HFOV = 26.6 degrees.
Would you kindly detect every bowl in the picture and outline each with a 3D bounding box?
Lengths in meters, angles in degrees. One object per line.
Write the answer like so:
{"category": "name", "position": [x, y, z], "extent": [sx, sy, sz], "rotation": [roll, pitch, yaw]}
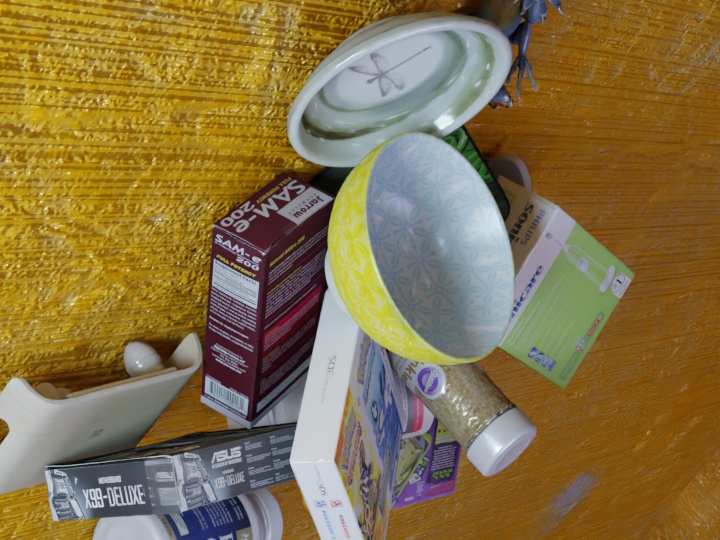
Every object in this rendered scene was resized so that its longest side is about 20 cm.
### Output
{"category": "bowl", "position": [0.033, -0.007, 1.316], "extent": [0.107, 0.202, 0.199], "rotation": [-20, 173, 39]}

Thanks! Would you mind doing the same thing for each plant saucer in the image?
{"category": "plant saucer", "position": [0.027, -0.161, 1.262], "extent": [0.198, 0.051, 0.201], "rotation": [-19, 158, -8]}

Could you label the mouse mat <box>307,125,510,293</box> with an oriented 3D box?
{"category": "mouse mat", "position": [0.034, -0.054, 1.410], "extent": [0.200, 0.008, 0.162], "rotation": [-40, 116, -11]}

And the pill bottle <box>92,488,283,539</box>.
{"category": "pill bottle", "position": [-0.174, 0.281, 1.596], "extent": [0.199, 0.111, 0.112], "rotation": [-7, 137, -52]}

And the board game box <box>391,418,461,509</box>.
{"category": "board game box", "position": [0.054, 0.203, 1.705], "extent": [0.199, 0.032, 0.122], "rotation": [0, 97, -56]}

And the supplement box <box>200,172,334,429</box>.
{"category": "supplement box", "position": [-0.083, 0.028, 1.342], "extent": [0.109, 0.060, 0.202], "rotation": [-40, 148, -45]}

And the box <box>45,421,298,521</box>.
{"category": "box", "position": [-0.150, 0.175, 1.334], "extent": [0.157, 0.050, 0.199], "rotation": [-11, 178, 37]}

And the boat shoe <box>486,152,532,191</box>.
{"category": "boat shoe", "position": [0.161, -0.040, 1.634], "extent": [0.086, 0.074, 0.204], "rotation": [-38, 135, -51]}

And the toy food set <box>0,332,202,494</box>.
{"category": "toy food set", "position": [-0.243, 0.118, 1.323], "extent": [0.199, 0.061, 0.144], "rotation": [-12, 151, -47]}

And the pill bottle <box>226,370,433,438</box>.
{"category": "pill bottle", "position": [-0.033, 0.131, 1.542], "extent": [0.198, 0.111, 0.111], "rotation": [-11, 143, -20]}

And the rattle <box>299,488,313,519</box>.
{"category": "rattle", "position": [-0.017, 0.176, 1.649], "extent": [0.130, 0.143, 0.200], "rotation": [19, 120, -47]}

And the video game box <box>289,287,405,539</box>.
{"category": "video game box", "position": [-0.007, 0.148, 1.369], "extent": [0.046, 0.201, 0.183], "rotation": [-5, 135, 16]}

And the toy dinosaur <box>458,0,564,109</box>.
{"category": "toy dinosaur", "position": [0.137, -0.220, 1.340], "extent": [0.201, 0.105, 0.182], "rotation": [-54, 176, -8]}

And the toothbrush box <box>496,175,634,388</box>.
{"category": "toothbrush box", "position": [0.177, 0.016, 1.555], "extent": [0.146, 0.086, 0.200], "rotation": [-58, 143, 0]}

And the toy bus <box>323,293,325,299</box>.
{"category": "toy bus", "position": [0.000, 0.000, 1.486], "extent": [0.199, 0.065, 0.079], "rotation": [-37, 157, -16]}

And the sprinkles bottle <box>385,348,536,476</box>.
{"category": "sprinkles bottle", "position": [0.079, 0.100, 1.445], "extent": [0.068, 0.200, 0.068], "rotation": [-35, 158, -17]}
